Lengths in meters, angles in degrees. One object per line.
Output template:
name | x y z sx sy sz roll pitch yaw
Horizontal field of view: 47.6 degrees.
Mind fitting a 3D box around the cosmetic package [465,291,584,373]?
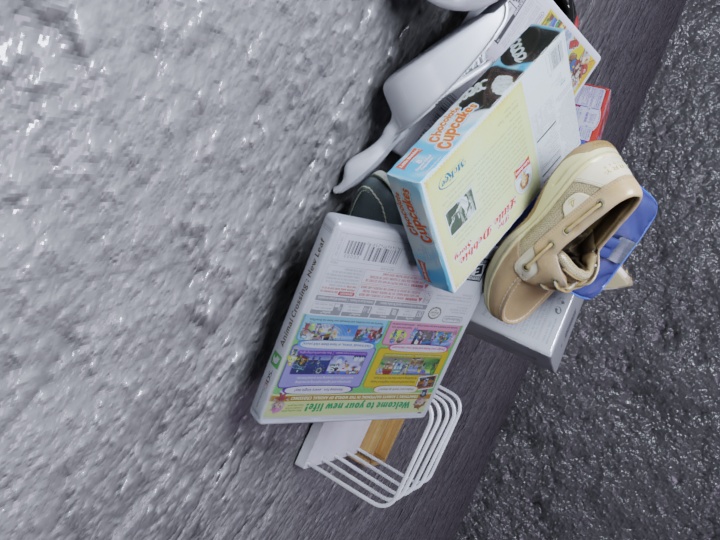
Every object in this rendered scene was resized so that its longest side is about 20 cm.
cosmetic package | 0.179 0.028 1.056 0.125 0.197 0.199 -66 162 -6

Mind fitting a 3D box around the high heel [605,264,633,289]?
high heel | 0.291 -0.051 1.150 0.144 0.197 0.072 -84 -161 -53

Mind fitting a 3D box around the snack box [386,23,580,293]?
snack box | 0.107 -0.092 0.660 0.200 0.037 0.117 -47 136 -25

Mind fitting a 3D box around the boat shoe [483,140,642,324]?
boat shoe | 0.164 -0.013 0.688 0.070 0.065 0.201 -9 143 -27

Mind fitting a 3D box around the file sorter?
file sorter | 0.034 0.190 0.984 0.141 0.123 0.200 -64 162 2

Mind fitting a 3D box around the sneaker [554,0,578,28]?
sneaker | 0.200 -0.252 0.966 0.203 0.070 0.098 -63 162 -11

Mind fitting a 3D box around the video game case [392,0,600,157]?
video game case | 0.136 -0.169 0.804 0.181 0.023 0.202 25 102 -46

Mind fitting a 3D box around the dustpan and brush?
dustpan and brush | 0.046 -0.140 0.675 0.198 0.058 0.140 -34 -168 9

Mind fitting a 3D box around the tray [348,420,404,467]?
tray | 0.050 0.173 1.144 0.202 0.037 0.099 -64 162 -1

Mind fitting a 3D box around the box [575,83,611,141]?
box | 0.317 -0.185 1.280 0.095 0.098 0.203 36 71 -71

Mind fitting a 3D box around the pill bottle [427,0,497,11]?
pill bottle | 0.112 -0.281 0.630 0.200 0.110 0.112 -45 153 -46

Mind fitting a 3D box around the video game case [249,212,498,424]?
video game case | 0.018 0.049 0.701 0.198 0.022 0.184 7 113 -42

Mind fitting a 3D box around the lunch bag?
lunch bag | 0.197 -0.064 0.815 0.198 0.132 0.137 18 108 -45

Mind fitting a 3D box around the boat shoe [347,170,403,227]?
boat shoe | 0.000 0.000 0.733 0.061 0.073 0.202 -25 147 -27
